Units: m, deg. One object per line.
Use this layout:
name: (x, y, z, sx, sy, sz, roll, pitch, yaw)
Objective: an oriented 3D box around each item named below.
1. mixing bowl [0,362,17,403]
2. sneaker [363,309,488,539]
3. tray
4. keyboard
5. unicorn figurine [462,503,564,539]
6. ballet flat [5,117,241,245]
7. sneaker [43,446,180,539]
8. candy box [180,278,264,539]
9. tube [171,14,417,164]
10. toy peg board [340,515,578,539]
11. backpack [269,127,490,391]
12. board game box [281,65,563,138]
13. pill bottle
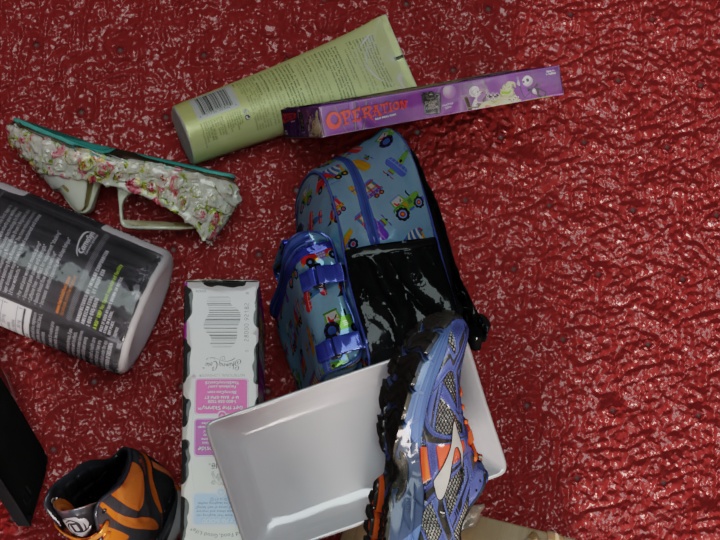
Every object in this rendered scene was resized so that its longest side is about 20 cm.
mixing bowl: (-0.366, 0.116, 1.577, 0.199, 0.108, 0.201, 0, 76, -2)
sneaker: (0.053, 0.126, 1.456, 0.078, 0.075, 0.201, 6, 101, -16)
tray: (-0.003, 0.127, 1.489, 0.199, 0.022, 0.108, -19, 94, -5)
keyboard: (-0.290, 0.117, 1.528, 0.021, 0.200, 0.127, -12, 37, 17)
unicorn figurine: (0.063, 0.228, 1.506, 0.199, 0.074, 0.138, 25, 75, 22)
ballet flat: (-0.195, -0.069, 1.652, 0.199, 0.076, 0.064, 15, 92, 5)
sneaker: (-0.208, 0.221, 1.542, 0.077, 0.112, 0.201, 6, 61, 29)
candy box: (-0.104, 0.119, 1.574, 0.061, 0.136, 0.201, -1, 75, -1)
tube: (-0.054, -0.142, 1.690, 0.199, 0.052, 0.058, -22, 119, -11)
toy peg board: (0.072, 0.292, 1.574, 0.198, 0.098, 0.201, 12, 75, 17)
backpack: (0.000, 0.000, 1.584, 0.134, 0.183, 0.201, -11, 74, -14)
board game box: (0.047, -0.133, 1.635, 0.199, 0.120, 0.032, -11, 100, -16)
pill bottle: (-0.255, -0.003, 1.612, 0.199, 0.106, 0.107, 23, 76, 3)
